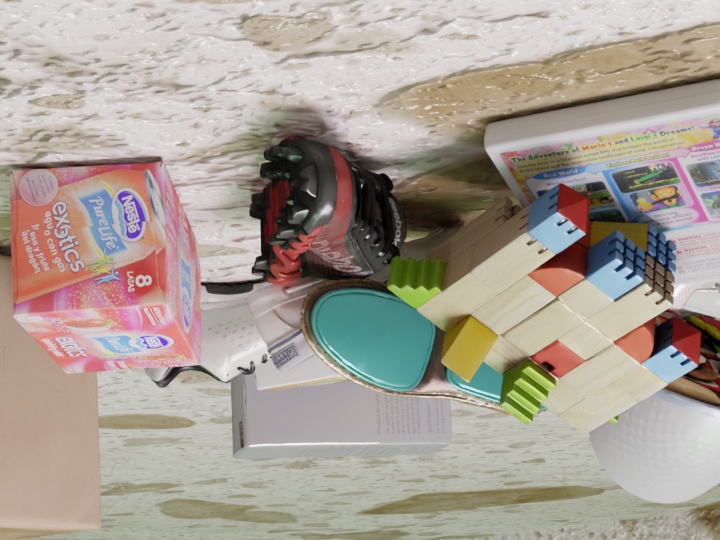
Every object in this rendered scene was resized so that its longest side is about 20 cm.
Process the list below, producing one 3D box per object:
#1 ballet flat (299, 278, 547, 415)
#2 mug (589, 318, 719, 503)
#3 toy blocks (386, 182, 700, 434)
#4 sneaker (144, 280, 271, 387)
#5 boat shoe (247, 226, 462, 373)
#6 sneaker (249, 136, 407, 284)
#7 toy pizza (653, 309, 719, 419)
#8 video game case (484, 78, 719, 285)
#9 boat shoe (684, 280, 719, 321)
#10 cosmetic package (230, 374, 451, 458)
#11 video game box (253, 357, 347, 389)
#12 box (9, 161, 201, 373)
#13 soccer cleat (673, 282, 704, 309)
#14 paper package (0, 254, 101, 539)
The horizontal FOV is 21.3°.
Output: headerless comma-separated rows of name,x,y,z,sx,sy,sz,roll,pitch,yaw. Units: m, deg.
ballet flat,0.041,0.050,1.262,0.199,0.071,0.065,21,-176,-24
mug,0.324,0.108,1.764,0.199,0.148,0.176,-31,168,-21
toy blocks,0.136,0.017,1.191,0.199,0.100,0.136,37,130,-23
sneaker,-0.083,0.051,1.524,0.198,0.081,0.074,-6,164,5
boat shoe,0.000,0.000,1.326,0.199,0.070,0.071,-29,177,-38
sneaker,-0.015,-0.038,1.188,0.097,0.072,0.200,-1,168,-7
toy pizza,0.237,0.058,1.354,0.198,0.032,0.200,17,-165,-5
video game case,0.199,-0.049,1.171,0.198,0.024,0.182,-9,145,24
boat shoe,0.317,0.033,1.519,0.200,0.087,0.075,1,166,-17
cosmetic package,-0.019,0.119,1.772,0.198,0.103,0.074,1,165,-14
video game box,0.038,0.063,1.617,0.198,0.047,0.182,-12,172,32
box,-0.164,0.003,1.267,0.101,0.096,0.200,-4,167,0
soccer cleat,0.226,-0.020,1.280,0.199,0.086,0.068,-14,162,40
paper package,-0.285,0.089,1.379,0.103,0.202,0.190,-13,164,39
